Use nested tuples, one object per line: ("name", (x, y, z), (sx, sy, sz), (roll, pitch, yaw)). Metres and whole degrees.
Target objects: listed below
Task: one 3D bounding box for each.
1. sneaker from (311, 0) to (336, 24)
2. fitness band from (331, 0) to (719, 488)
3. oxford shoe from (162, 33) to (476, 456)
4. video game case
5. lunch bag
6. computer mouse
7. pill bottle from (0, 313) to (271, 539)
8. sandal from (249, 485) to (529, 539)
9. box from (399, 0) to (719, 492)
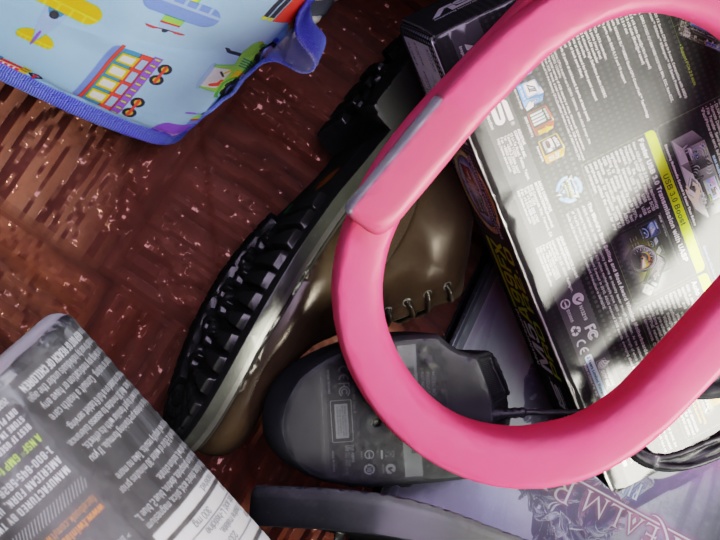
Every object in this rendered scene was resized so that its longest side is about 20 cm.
("sneaker", (-0.059, -0.200, 0.838), (0.199, 0.079, 0.130), (42, 71, -7))
("fitness band", (0.079, -0.016, 0.758), (0.144, 0.037, 0.200), (42, 93, -10))
("oxford shoe", (0.000, 0.000, 0.831), (0.084, 0.073, 0.200), (42, 75, -16))
("video game case", (0.099, 0.054, 0.880), (0.143, 0.019, 0.200), (29, 74, -11))
("lunch bag", (-0.094, -0.130, 0.762), (0.200, 0.151, 0.094), (33, 39, -16))
("computer mouse", (0.063, 0.049, 0.798), (0.200, 0.034, 0.059), (-1, 99, -4))
("pill bottle", (-0.081, 0.121, 0.767), (0.106, 0.106, 0.200), (-42, 95, -18))
("sandal", (0.052, 0.123, 0.806), (0.200, 0.076, 0.043), (20, 78, -13))
("box", (0.125, -0.037, 0.823), (0.160, 0.044, 0.200), (-27, 110, -9))
